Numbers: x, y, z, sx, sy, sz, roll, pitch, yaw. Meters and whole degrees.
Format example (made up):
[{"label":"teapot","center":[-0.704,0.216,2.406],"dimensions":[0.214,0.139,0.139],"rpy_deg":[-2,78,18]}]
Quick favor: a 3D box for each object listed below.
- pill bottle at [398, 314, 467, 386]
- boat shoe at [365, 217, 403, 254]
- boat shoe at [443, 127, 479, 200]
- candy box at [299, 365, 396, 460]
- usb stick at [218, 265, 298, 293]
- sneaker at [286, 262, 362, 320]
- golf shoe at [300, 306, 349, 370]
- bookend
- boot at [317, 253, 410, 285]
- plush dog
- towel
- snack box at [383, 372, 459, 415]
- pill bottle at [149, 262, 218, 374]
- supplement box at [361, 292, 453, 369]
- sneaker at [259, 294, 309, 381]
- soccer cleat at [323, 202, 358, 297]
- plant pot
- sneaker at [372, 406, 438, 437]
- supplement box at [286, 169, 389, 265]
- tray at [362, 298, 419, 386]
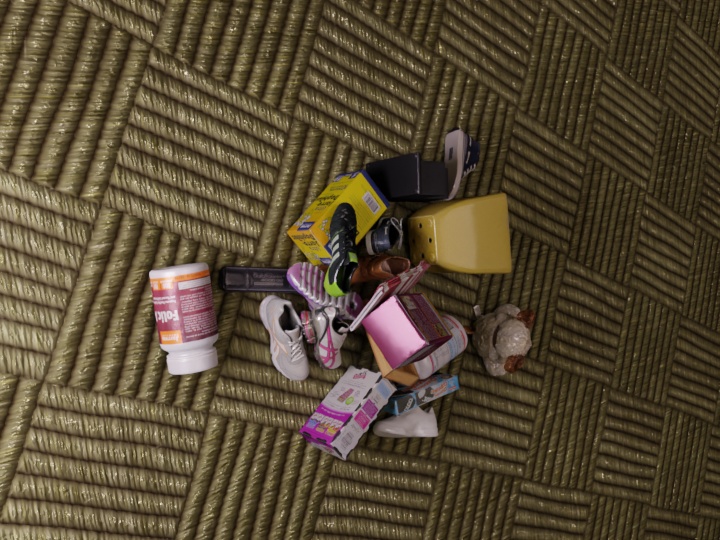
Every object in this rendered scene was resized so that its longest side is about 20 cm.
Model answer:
[{"label":"pill bottle","center":[0.161,0.198,1.667],"dimensions":[0.199,0.108,0.110],"rpy_deg":[-29,106,-31]},{"label":"boat shoe","center":[0.066,-0.084,1.573],"dimensions":[0.200,0.061,0.076],"rpy_deg":[-33,117,-70]},{"label":"boat shoe","center":[0.262,-0.264,1.752],"dimensions":[0.092,0.074,0.202],"rpy_deg":[21,72,-32]},{"label":"candy box","center":[-0.028,0.314,1.519],"dimensions":[0.200,0.136,0.061],"rpy_deg":[-50,117,-23]},{"label":"usb stick","center":[-0.209,0.020,1.455],"dimensions":[0.199,0.033,0.056],"rpy_deg":[2,82,-35]},{"label":"sneaker","center":[-0.091,0.059,1.486],"dimensions":[0.200,0.088,0.081],"rpy_deg":[35,48,-30]},{"label":"golf shoe","center":[-0.064,0.152,1.482],"dimensions":[0.201,0.091,0.073],"rpy_deg":[71,6,-50]},{"label":"bookend","center":[0.147,-0.216,1.603],"dimensions":[0.197,0.199,0.093],"rpy_deg":[-3,92,-34]},{"label":"boot","center":[0.000,0.000,1.526],"dimensions":[0.199,0.154,0.074],"rpy_deg":[-20,102,-33]},{"label":"plush dog","center":[0.375,0.174,1.776],"dimensions":[0.160,0.171,0.202],"rpy_deg":[21,79,-32]},{"label":"towel","center":[0.064,0.055,1.508],"dimensions":[0.023,0.144,0.199],"rpy_deg":[46,37,14]},{"label":"snack box","center":[0.128,0.292,1.639],"dimensions":[0.199,0.116,0.037],"rpy_deg":[-14,98,-34]},{"label":"pill bottle","center":[-0.339,0.092,1.315],"dimensions":[0.113,0.114,0.202],"rpy_deg":[-11,95,-34]},{"label":"supplement box","center":[0.109,0.131,1.503],"dimensions":[0.131,0.103,0.200],"rpy_deg":[56,19,15]},{"label":"sneaker","center":[-0.153,0.151,1.458],"dimensions":[0.075,0.092,0.201],"rpy_deg":[-29,106,-30]},{"label":"soccer cleat","center":[-0.030,-0.043,1.418],"dimensions":[0.067,0.081,0.202],"rpy_deg":[10,85,-34]},{"label":"plant pot","center":[0.229,-0.083,1.672],"dimensions":[0.198,0.194,0.198],"rpy_deg":[-6,93,-29]},{"label":"sneaker","center":[0.108,0.364,1.663],"dimensions":[0.199,0.075,0.089],"rpy_deg":[12,71,-40]},{"label":"supplement box","center":[-0.048,-0.117,1.520],"dimensions":[0.110,0.108,0.200],"rpy_deg":[50,64,-24]},{"label":"tray","center":[0.061,0.165,1.558],"dimensions":[0.098,0.037,0.201],"rpy_deg":[25,32,-43]}]
